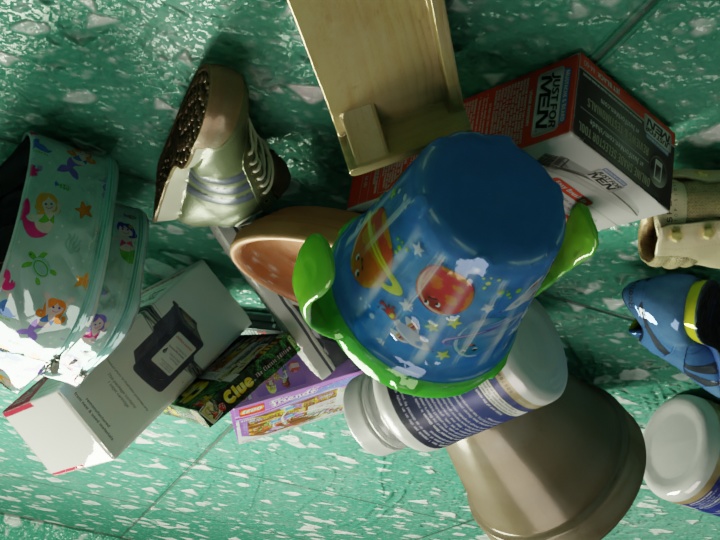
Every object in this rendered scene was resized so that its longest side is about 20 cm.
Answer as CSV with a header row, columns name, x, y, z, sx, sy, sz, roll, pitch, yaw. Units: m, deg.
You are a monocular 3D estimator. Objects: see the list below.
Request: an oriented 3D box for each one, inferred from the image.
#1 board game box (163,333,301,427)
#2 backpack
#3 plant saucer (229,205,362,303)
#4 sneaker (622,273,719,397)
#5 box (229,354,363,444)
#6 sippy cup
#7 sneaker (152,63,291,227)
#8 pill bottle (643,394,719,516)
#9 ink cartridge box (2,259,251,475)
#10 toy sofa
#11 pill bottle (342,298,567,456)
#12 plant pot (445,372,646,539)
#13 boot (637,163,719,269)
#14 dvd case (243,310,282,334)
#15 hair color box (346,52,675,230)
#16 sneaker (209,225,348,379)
name,x,y,z,sx,sy,sz,roll,pitch,yaw
board game box,-0.128,0.098,1.025,0.024,0.105,0.200,51,161,-11
backpack,-0.253,-0.006,0.890,0.149,0.179,0.200,15,146,-22
plant saucer,0.000,0.000,0.845,0.198,0.038,0.200,15,164,4
sneaker,0.287,0.056,0.975,0.078,0.066,0.200,7,159,35
box,-0.040,0.118,1.155,0.198,0.039,0.137,-16,159,-11
sippy cup,0.057,-0.011,0.677,0.139,0.178,0.131,39,143,5
sneaker,-0.090,-0.083,0.800,0.089,0.068,0.200,9,158,-18
pill bottle,0.414,0.215,1.212,0.199,0.117,0.116,19,155,-23
ink cartridge box,-0.220,0.092,1.060,0.144,0.200,0.085,-22,109,50
toy sofa,0.002,-0.148,0.608,0.082,0.098,0.200,-19,153,3
pill bottle,0.082,0.102,1.031,0.199,0.112,0.111,-29,138,33
plant pot,0.167,0.166,1.141,0.199,0.201,0.174,-11,132,39
boot,0.269,-0.047,0.721,0.154,0.074,0.200,4,163,2
dvd case,-0.166,0.075,1.233,0.198,0.022,0.146,6,156,10
hair color box,0.099,-0.066,0.759,0.110,0.064,0.199,29,151,-36
sneaker,-0.057,0.003,0.969,0.078,0.079,0.201,43,169,51
